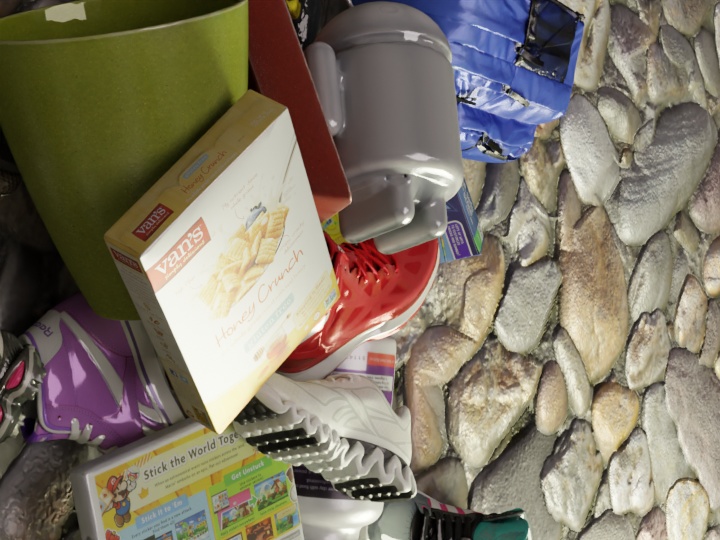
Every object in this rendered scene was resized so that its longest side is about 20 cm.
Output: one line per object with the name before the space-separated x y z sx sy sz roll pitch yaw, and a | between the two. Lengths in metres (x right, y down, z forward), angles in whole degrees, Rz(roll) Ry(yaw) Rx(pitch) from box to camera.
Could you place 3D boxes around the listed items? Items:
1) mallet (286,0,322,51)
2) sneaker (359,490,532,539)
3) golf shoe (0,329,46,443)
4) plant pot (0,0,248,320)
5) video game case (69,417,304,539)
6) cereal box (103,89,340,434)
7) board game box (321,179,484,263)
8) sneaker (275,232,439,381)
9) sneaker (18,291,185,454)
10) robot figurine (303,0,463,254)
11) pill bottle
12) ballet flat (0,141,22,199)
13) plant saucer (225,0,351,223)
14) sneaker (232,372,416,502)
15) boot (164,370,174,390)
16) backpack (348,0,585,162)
mallet | -0.056 -0.209 1.226 0.200 0.041 0.067 -62 161 -87
sneaker | 0.093 0.251 1.423 0.199 0.120 0.085 22 75 -46
golf shoe | -0.287 0.130 1.039 0.087 0.077 0.202 25 78 -14
plant pot | -0.155 -0.076 1.059 0.186 0.186 0.202 -26 116 -45
video game case | -0.118 0.202 1.140 0.199 0.023 0.184 -20 105 -47
cereal box | -0.085 -0.002 1.031 0.144 0.039 0.201 -48 148 -23
board game box | 0.012 -0.092 1.312 0.035 0.134 0.202 -70 144 -60
sneaker | 0.000 0.000 1.207 0.200 0.078 0.116 -46 158 -33
sneaker | -0.193 0.119 1.142 0.114 0.072 0.202 -34 111 -33
robot figurine | 0.018 -0.118 1.177 0.169 0.112 0.202 21 59 -50
pill bottle | -0.032 0.151 1.286 0.111 0.111 0.203 10 83 -48
ballet flat | -0.306 -0.085 1.015 0.199 0.067 0.047 22 107 -50
plant saucer | -0.077 -0.126 1.160 0.036 0.199 0.202 -18 88 -16
sneaker | -0.027 0.111 1.177 0.200 0.075 0.082 36 56 -44
boot | -0.135 -0.031 1.181 0.176 0.065 0.202 -69 145 -62
backpack | 0.084 -0.192 1.373 0.199 0.161 0.170 19 80 -48
